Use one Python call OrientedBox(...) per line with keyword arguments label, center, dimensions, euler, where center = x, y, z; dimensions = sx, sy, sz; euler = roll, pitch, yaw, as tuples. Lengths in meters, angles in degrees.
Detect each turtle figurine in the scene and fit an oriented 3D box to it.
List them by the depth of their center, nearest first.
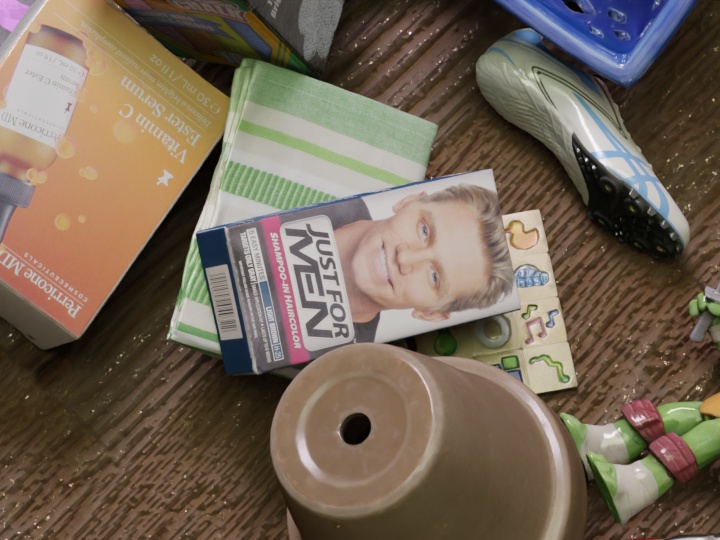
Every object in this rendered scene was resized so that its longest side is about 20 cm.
OrientedBox(label="turtle figurine", center=(0.227, 0.068, 1.487), dimensions=(0.193, 0.200, 0.144), euler=(-25, 58, -3))

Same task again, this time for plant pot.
OrientedBox(label="plant pot", center=(0.026, 0.126, 1.435), dimensions=(0.199, 0.175, 0.201), euler=(-10, 62, 19))
OrientedBox(label="plant pot", center=(0.169, -0.277, 1.576), dimensions=(0.200, 0.180, 0.200), euler=(34, 114, -1))

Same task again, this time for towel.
OrientedBox(label="towel", center=(-0.040, -0.028, 1.547), dimensions=(0.152, 0.023, 0.201), euler=(19, 80, -22))

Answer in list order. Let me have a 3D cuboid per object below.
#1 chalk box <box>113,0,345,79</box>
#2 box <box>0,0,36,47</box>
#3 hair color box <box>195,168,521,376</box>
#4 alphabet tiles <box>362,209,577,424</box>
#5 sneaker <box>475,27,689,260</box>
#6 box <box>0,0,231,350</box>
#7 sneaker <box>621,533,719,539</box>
OrientedBox(label="chalk box", center=(-0.098, -0.225, 1.509), dimensions=(0.123, 0.200, 0.125), euler=(12, 76, 25))
OrientedBox(label="box", center=(-0.295, -0.173, 1.624), dimensions=(0.199, 0.036, 0.144), euler=(10, 70, -11))
OrientedBox(label="hair color box", center=(0.000, 0.000, 1.518), dimensions=(0.199, 0.060, 0.101), euler=(-14, 93, -24))
OrientedBox(label="alphabet tiles", center=(0.056, 0.032, 1.588), dimensions=(0.166, 0.006, 0.201), euler=(-10, 70, -3))
OrientedBox(label="sneaker", center=(0.166, -0.093, 1.602), dimensions=(0.072, 0.072, 0.200), euler=(-36, 77, -21))
OrientedBox(label="box", center=(-0.206, -0.071, 1.547), dimensions=(0.152, 0.106, 0.200), euler=(37, 72, -14))
OrientedBox(label="sneaker", center=(0.201, 0.215, 1.495), dimensions=(0.199, 0.081, 0.084), euler=(-6, 84, 8))
